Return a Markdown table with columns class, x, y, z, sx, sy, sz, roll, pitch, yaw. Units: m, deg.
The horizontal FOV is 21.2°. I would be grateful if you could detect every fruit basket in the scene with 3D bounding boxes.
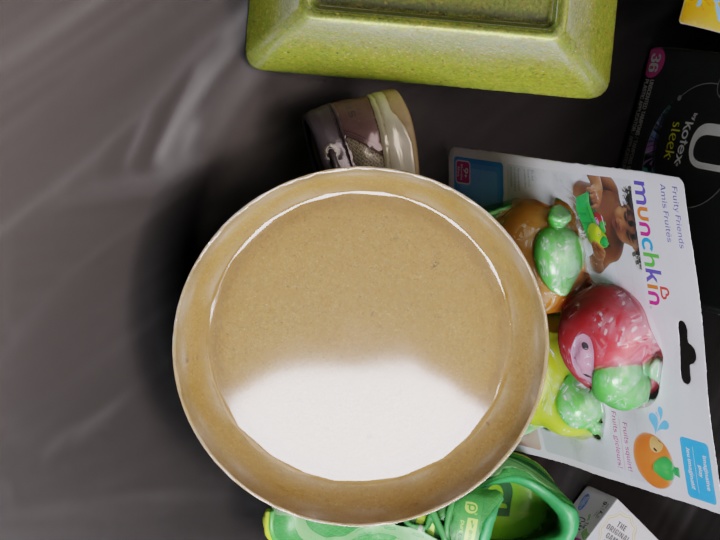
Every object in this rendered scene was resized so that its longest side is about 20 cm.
| class | x | y | z | sx | sy | sz | roll | pitch | yaw |
| --- | --- | --- | --- | --- | --- | --- | --- | --- | --- |
| fruit basket | 0.114 | 0.030 | 1.058 | 0.094 | 0.200 | 0.186 | -17 | 107 | -26 |

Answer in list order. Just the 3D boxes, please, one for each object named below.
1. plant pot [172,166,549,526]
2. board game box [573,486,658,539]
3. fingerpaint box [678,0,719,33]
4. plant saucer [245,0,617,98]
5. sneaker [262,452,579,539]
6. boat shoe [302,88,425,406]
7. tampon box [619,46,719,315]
| class | x | y | z | sx | sy | sz | roll | pitch | yaw |
| --- | --- | --- | --- | --- | --- | --- | --- | --- | --- |
| plant pot | 0.000 | 0.039 | 1.030 | 0.200 | 0.027 | 0.200 | 0 | 106 | -1 |
| board game box | 0.171 | 0.250 | 1.223 | 0.200 | 0.034 | 0.135 | 44 | 77 | -27 |
| fingerpaint box | 0.301 | -0.196 | 1.091 | 0.200 | 0.073 | 0.167 | 16 | 105 | 11 |
| plant saucer | 0.044 | -0.197 | 1.013 | 0.200 | 0.048 | 0.200 | 5 | 98 | 0 |
| sneaker | 0.039 | 0.131 | 1.102 | 0.200 | 0.084 | 0.074 | 3 | 98 | -28 |
| boat shoe | 0.000 | 0.000 | 1.070 | 0.065 | 0.072 | 0.200 | -5 | 108 | -8 |
| tampon box | 0.258 | -0.039 | 1.123 | 0.126 | 0.200 | 0.150 | 13 | 92 | -30 |
